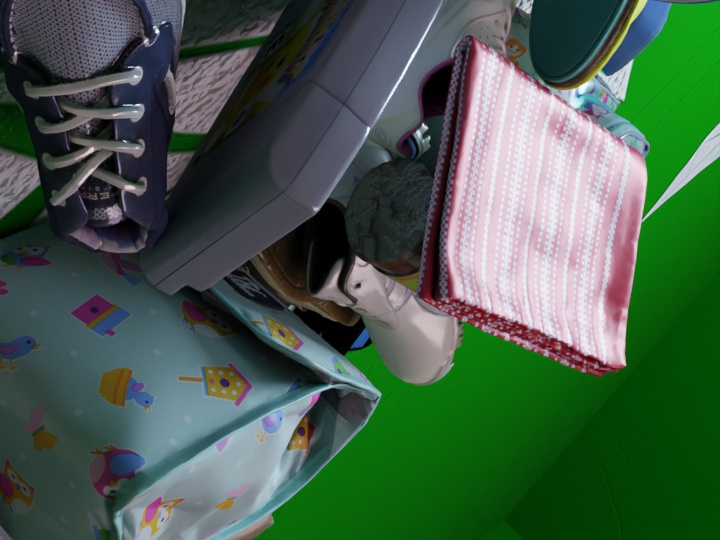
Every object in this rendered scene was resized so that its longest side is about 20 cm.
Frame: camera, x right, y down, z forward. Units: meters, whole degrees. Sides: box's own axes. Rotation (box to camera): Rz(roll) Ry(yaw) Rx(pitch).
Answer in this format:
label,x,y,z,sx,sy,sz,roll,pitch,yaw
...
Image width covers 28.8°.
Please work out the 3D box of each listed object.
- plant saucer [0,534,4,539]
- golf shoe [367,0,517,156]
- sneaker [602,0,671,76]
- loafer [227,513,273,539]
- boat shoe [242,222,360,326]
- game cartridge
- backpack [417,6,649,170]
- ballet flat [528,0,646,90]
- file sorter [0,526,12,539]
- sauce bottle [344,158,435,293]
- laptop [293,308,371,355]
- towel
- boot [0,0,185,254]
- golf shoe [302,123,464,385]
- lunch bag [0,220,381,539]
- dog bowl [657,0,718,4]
label,x,y,z,sx,sy,sz,roll,pitch,yaw
plant saucer,-0.265,0.136,0.659,0.200,0.039,0.201,-9,139,-8
golf shoe,0.055,-0.133,0.787,0.200,0.092,0.075,-38,161,-25
sneaker,0.164,-0.205,0.906,0.070,0.078,0.200,-39,-165,36
loafer,-0.089,0.083,0.805,0.067,0.200,0.076,-7,141,-5
boat shoe,-0.053,-0.014,0.853,0.201,0.066,0.072,42,56,-63
game cartridge,-0.019,-0.087,0.622,0.133,0.040,0.200,-27,-151,47
backpack,0.089,-0.077,0.918,0.178,0.150,0.200,-52,156,6
ballet flat,0.148,-0.196,0.777,0.067,0.067,0.201,0,105,-50
file sorter,-0.178,0.176,0.778,0.125,0.200,0.139,-46,170,24
sauce bottle,0.073,-0.001,0.808,0.065,0.065,0.200,-48,139,14
laptop,0.006,0.044,1.061,0.177,0.103,0.200,-55,-160,30
towel,0.103,-0.028,0.777,0.200,0.022,0.145,23,73,-50
boot,-0.095,-0.064,0.515,0.072,0.091,0.200,-5,171,-2
golf shoe,0.000,0.000,0.832,0.097,0.078,0.201,-41,130,-35
lunch bag,-0.104,0.050,0.705,0.200,0.170,0.122,-27,147,-43
dog bowl,0.156,-0.222,0.616,0.079,0.200,0.200,-24,155,-42
